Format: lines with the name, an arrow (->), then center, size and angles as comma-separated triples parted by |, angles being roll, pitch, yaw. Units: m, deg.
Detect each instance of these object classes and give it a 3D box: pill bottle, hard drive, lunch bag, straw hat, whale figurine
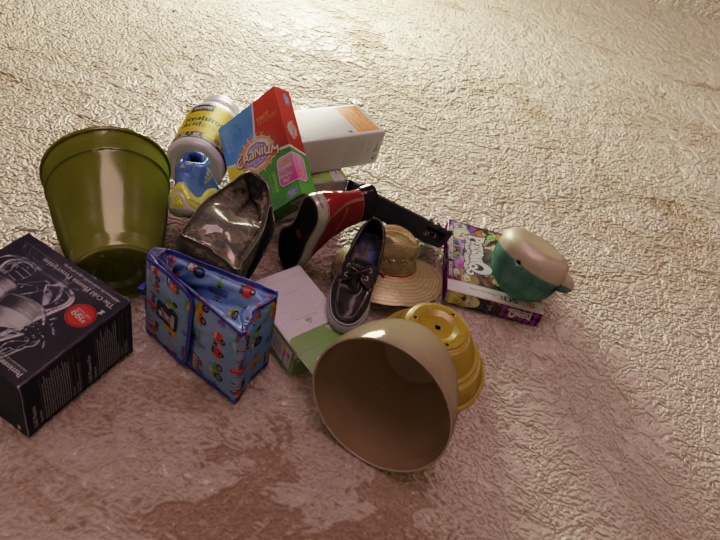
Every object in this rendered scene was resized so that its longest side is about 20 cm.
pill bottle -> -0.288, -0.247, 1.282 | 0.109, 0.113, 0.202 | 12, 41, -4
hard drive -> 0.063, -0.103, 1.234 | 0.197, 0.043, 0.135 | 26, 7, -10
lunch bag -> -0.223, 0.061, 0.940 | 0.197, 0.152, 0.094 | 28, 44, 13
straw hat -> 0.052, -0.030, 1.158 | 0.196, 0.087, 0.203 | 8, 35, -5
lunch bag -> -0.207, -0.038, 1.032 | 0.116, 0.165, 0.202 | 31, 42, -7
whale figurine -> 0.300, -0.004, 1.190 | 0.159, 0.105, 0.199 | 42, 21, 22

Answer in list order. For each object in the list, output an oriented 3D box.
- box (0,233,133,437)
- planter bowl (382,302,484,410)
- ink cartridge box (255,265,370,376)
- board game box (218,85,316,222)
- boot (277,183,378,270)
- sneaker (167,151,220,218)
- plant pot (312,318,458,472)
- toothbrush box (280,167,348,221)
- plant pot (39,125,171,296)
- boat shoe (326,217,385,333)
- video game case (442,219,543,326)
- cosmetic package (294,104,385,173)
box -> -0.435, 0.077, 0.892 | 0.197, 0.105, 0.182 | 29, 44, 14
planter bowl -> 0.110, 0.112, 1.047 | 0.195, 0.085, 0.203 | 9, 43, -8
ink cartridge box -> -0.085, 0.090, 1.025 | 0.102, 0.060, 0.200 | -19, 53, -34
board game box -> -0.163, -0.187, 1.169 | 0.040, 0.151, 0.204 | 6, 62, -53
boot -> -0.049, -0.069, 1.111 | 0.142, 0.200, 0.074 | -17, 72, -34
sneaker -> -0.252, -0.137, 1.121 | 0.074, 0.108, 0.200 | 5, 3, 6
plant pot -> 0.051, 0.145, 0.915 | 0.197, 0.203, 0.134 | 28, 36, 13
toothbrush box -> -0.132, -0.194, 1.293 | 0.143, 0.087, 0.202 | -9, 49, -29
plant pot -> -0.375, -0.073, 1.027 | 0.196, 0.202, 0.196 | -5, 57, -22
boat shoe -> 0.000, 0.000, 1.038 | 0.069, 0.067, 0.202 | 21, 52, 5
video game case -> 0.238, 0.000, 1.245 | 0.177, 0.036, 0.202 | 15, 42, -4
cosmetic package -> -0.063, -0.244, 1.256 | 0.197, 0.072, 0.102 | -17, 52, -37
